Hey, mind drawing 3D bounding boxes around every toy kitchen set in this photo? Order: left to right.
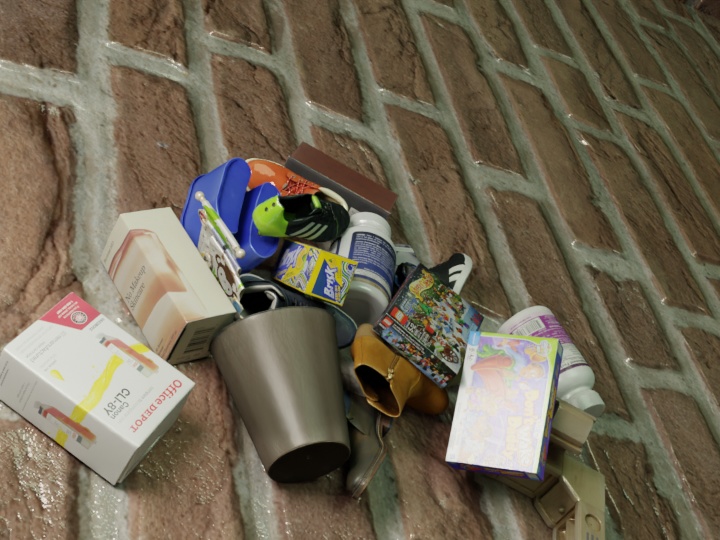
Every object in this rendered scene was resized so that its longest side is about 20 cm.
[{"bbox_3d":[0.271,0.308,1.557,0.200,0.163,0.180,29,36,-9],"label":"toy kitchen set"}]

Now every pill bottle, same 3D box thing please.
[{"bbox_3d":[0.000,0.000,1.726,0.111,0.111,0.200,25,41,-14],"label":"pill bottle"},{"bbox_3d":[0.317,0.166,1.802,0.112,0.112,0.200,-2,50,-40],"label":"pill bottle"}]

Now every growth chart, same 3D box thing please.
[{"bbox_3d":[-0.199,0.008,1.503,0.018,0.200,0.145,-18,51,-33],"label":"growth chart"}]

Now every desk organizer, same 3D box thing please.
[{"bbox_3d":[-0.040,-0.138,1.884,0.200,0.072,0.077,30,33,-1],"label":"desk organizer"}]

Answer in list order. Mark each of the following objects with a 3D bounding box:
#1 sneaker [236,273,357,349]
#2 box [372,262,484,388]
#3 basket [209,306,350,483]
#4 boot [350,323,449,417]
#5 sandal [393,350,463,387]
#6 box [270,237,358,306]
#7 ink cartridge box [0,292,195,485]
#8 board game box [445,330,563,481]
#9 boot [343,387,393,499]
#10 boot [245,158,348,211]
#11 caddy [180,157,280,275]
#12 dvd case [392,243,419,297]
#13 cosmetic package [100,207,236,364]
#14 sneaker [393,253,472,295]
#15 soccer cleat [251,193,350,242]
[{"bbox_3d":[-0.095,0.069,1.558,0.202,0.077,0.146,22,1,-6],"label":"sneaker"},{"bbox_3d":[0.107,0.080,1.646,0.137,0.038,0.200,41,28,-2],"label":"box"},{"bbox_3d":[-0.092,0.169,1.450,0.180,0.136,0.200,-10,57,-15],"label":"basket"},{"bbox_3d":[0.056,0.175,1.566,0.201,0.071,0.144,45,19,-19],"label":"boot"},{"bbox_3d":[0.115,0.146,1.713,0.212,0.078,0.070,-1,14,-26],"label":"sandal"},{"bbox_3d":[-0.072,0.000,1.624,0.064,0.070,0.200,21,-1,-19],"label":"box"},{"bbox_3d":[-0.326,0.142,1.330,0.200,0.083,0.145,36,35,1],"label":"ink cartridge box"},{"bbox_3d":[0.209,0.192,1.564,0.045,0.134,0.200,51,47,-58],"label":"board game box"},{"bbox_3d":[-0.017,0.231,1.489,0.097,0.075,0.200,33,24,-6],"label":"boot"},{"bbox_3d":[-0.107,-0.132,1.792,0.200,0.107,0.075,29,77,-5],"label":"boot"},{"bbox_3d":[-0.202,-0.075,1.666,0.141,0.105,0.200,41,37,-29],"label":"caddy"},{"bbox_3d":[0.061,0.028,1.835,0.149,0.016,0.200,4,45,-35],"label":"dvd case"},{"bbox_3d":[-0.268,0.020,1.501,0.087,0.103,0.200,-11,54,-42],"label":"cosmetic package"},{"bbox_3d":[0.117,0.007,1.827,0.112,0.073,0.200,34,37,-6],"label":"sneaker"},{"bbox_3d":[-0.075,-0.084,1.653,0.200,0.081,0.068,-4,67,-49],"label":"soccer cleat"}]
